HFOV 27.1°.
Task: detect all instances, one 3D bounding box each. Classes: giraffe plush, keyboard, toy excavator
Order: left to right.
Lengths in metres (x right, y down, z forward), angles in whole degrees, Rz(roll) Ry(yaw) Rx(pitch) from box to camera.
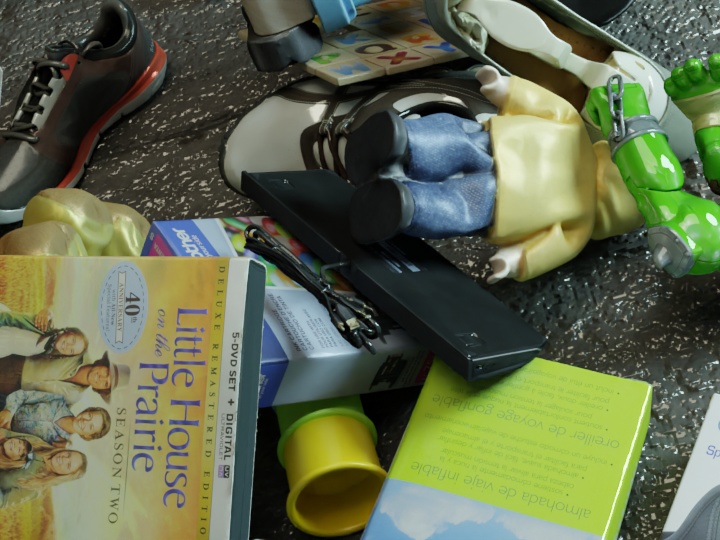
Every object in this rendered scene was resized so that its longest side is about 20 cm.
[{"bbox_3d":[-0.196,0.069,0.877,0.161,0.172,0.201,-20,80,16],"label":"giraffe plush"},{"bbox_3d":[0.000,0.000,0.817,0.127,0.021,0.200,-5,35,-45],"label":"keyboard"},{"bbox_3d":[0.002,-0.232,0.987,0.199,0.100,0.195,-20,28,3],"label":"toy excavator"}]

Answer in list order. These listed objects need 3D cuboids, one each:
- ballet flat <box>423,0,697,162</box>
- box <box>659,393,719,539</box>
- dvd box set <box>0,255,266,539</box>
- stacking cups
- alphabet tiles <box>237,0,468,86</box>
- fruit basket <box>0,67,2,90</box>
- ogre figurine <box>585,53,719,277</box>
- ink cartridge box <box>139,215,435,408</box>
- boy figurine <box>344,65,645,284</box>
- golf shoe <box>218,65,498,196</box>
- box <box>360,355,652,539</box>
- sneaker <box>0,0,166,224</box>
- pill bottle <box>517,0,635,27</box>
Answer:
[{"bbox_3d":[0.126,-0.120,0.897,0.068,0.199,0.064,-59,8,3],"label":"ballet flat"},{"bbox_3d":[0.205,0.141,0.719,0.118,0.042,0.201,10,56,28],"label":"box"},{"bbox_3d":[-0.148,0.066,0.748,0.198,0.029,0.148,1,81,17],"label":"dvd box set"},{"bbox_3d":[-0.033,0.057,0.867,0.060,0.061,0.201,-21,45,1],"label":"stacking cups"},{"bbox_3d":[0.038,-0.164,1.009,0.199,0.008,0.167,-16,24,-22],"label":"alphabet tiles"},{"bbox_3d":[-0.300,-0.046,0.977,0.184,0.094,0.202,13,99,30],"label":"fruit basket"},{"bbox_3d":[0.230,-0.043,0.834,0.098,0.199,0.121,-39,40,49],"label":"ogre figurine"},{"bbox_3d":[-0.039,0.019,0.833,0.199,0.042,0.120,-6,44,-37],"label":"ink cartridge box"},{"bbox_3d":[0.090,-0.055,0.855,0.199,0.064,0.125,-1,79,-31],"label":"boy figurine"},{"bbox_3d":[0.000,-0.083,0.941,0.199,0.078,0.095,-14,18,11],"label":"golf shoe"},{"bbox_3d":[0.067,0.134,0.761,0.121,0.048,0.201,12,54,19],"label":"box"},{"bbox_3d":[-0.225,-0.121,1.080,0.077,0.082,0.200,17,57,31],"label":"sneaker"},{"bbox_3d":[0.130,-0.234,0.997,0.111,0.113,0.200,-14,22,8],"label":"pill bottle"}]
